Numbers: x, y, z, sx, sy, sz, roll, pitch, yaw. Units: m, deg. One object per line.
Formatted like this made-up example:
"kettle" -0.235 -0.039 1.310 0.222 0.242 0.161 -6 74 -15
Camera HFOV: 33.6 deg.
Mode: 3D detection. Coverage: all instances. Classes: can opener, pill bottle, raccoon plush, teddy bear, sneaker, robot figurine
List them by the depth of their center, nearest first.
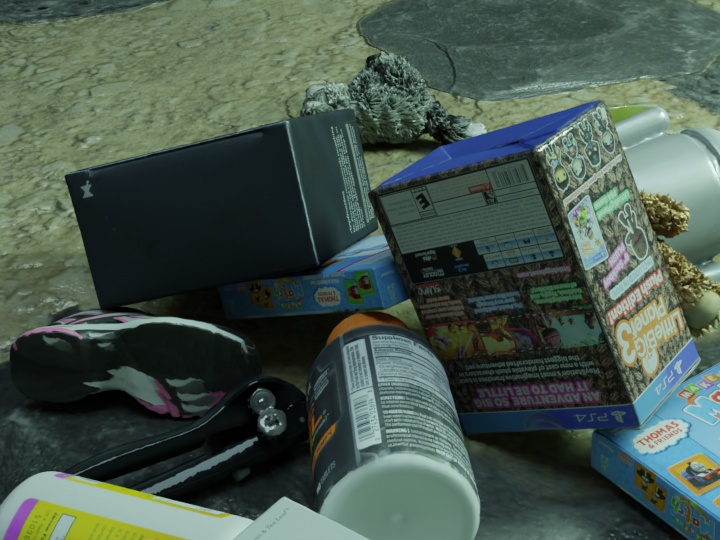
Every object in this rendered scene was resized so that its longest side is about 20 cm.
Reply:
"pill bottle" -0.117 0.188 0.700 0.197 0.105 0.104 9 32 20
"pill bottle" 0.016 0.109 0.820 0.105 0.107 0.201 -5 29 -3
"can opener" -0.121 0.133 0.854 0.198 0.079 0.064 -25 75 -27
"teddy bear" 0.200 -0.010 0.956 0.199 0.146 0.067 33 10 14
"sneaker" -0.174 0.059 0.957 0.197 0.081 0.086 7 21 7
"robot figurine" 0.265 -0.056 1.045 0.198 0.172 0.113 -20 -4 -10
"raccoon plush" 0.025 -0.164 1.304 0.199 0.098 0.134 22 47 36

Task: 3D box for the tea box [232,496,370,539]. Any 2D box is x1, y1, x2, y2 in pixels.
"tea box" -0.041 0.247 0.500 0.133 0.199 0.199 19 38 34

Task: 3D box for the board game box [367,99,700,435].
"board game box" 0.122 0.004 0.845 0.158 0.202 0.097 -10 18 46

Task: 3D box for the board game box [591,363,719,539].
"board game box" 0.277 0.140 0.794 0.150 0.037 0.200 -21 36 -27

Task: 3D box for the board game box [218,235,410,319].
"board game box" 0.000 0.000 0.983 0.150 0.037 0.199 -21 11 -41

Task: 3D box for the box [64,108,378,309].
"box" -0.108 -0.057 1.008 0.194 0.119 0.200 -11 7 17

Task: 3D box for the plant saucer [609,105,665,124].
"plant saucer" 0.201 -0.108 1.148 0.197 0.031 0.200 -13 -9 -2
